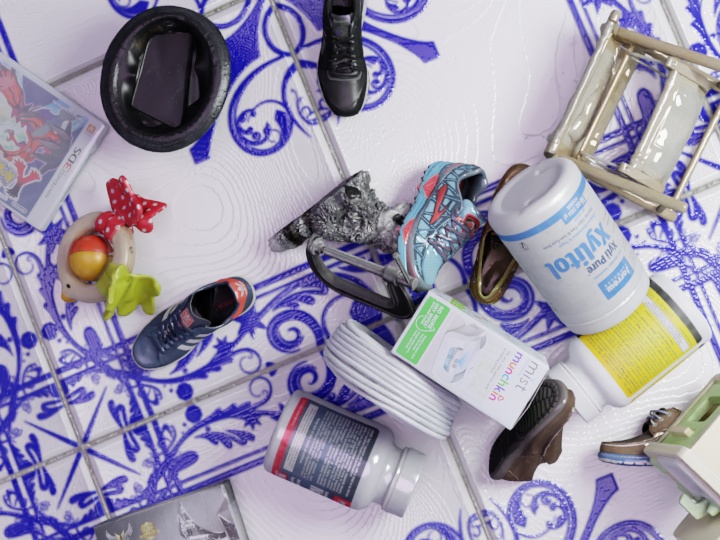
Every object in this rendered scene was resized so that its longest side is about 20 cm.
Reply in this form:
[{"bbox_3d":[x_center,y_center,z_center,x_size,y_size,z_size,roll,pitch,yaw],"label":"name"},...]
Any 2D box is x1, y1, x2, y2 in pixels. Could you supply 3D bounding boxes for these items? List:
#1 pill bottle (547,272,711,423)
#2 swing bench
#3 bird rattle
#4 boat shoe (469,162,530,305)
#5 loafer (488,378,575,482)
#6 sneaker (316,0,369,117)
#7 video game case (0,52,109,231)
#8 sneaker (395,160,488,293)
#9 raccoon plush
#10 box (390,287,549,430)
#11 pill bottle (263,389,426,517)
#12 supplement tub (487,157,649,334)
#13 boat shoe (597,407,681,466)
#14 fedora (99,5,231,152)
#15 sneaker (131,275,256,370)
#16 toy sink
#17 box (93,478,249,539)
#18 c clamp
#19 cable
[{"bbox_3d":[0.348,0.105,1.330,0.200,0.112,0.113,-39,86,4],"label":"pill bottle"},{"bbox_3d":[0.369,-0.198,1.329,0.199,0.130,0.200,27,92,11],"label":"swing bench"},{"bbox_3d":[-0.360,-0.028,1.417,0.162,0.113,0.202,-9,85,22],"label":"bird rattle"},{"bbox_3d":[0.200,-0.049,1.370,0.071,0.068,0.202,15,90,8],"label":"boat shoe"},{"bbox_3d":[0.235,0.212,1.329,0.070,0.200,0.073,17,48,-9],"label":"loafer"},{"bbox_3d":[-0.029,-0.314,1.388,0.075,0.088,0.202,-1,89,6],"label":"sneaker"},{"bbox_3d":[-0.492,-0.187,1.468,0.199,0.023,0.183,34,92,6],"label":"video game case"},{"bbox_3d":[0.112,-0.063,1.331,0.095,0.079,0.201,0,61,36],"label":"sneaker"},{"bbox_3d":[-0.013,-0.046,1.404,0.199,0.097,0.134,-32,100,33],"label":"raccoon plush"},{"bbox_3d":[0.143,0.106,1.309,0.176,0.200,0.097,33,93,5],"label":"box"},{"bbox_3d":[-0.019,0.251,1.363,0.199,0.120,0.120,22,91,6],"label":"pill bottle"},{"bbox_3d":[0.266,-0.032,1.299,0.132,0.132,0.200,-39,110,4],"label":"supplement tub"},{"bbox_3d":[0.411,0.219,1.349,0.198,0.072,0.073,-5,84,-4],"label":"boat shoe"},{"bbox_3d":[-0.262,-0.260,1.410,0.199,0.092,0.202,0,89,6],"label":"fedora"},{"bbox_3d":[-0.241,0.070,1.406,0.199,0.085,0.075,-36,86,5],"label":"sneaker"},{"bbox_3d":[0.435,0.229,1.248,0.112,0.130,0.200,43,83,3],"label":"toy sink"},{"bbox_3d":[-0.254,0.400,1.421,0.199,0.048,0.160,-19,88,5],"label":"box"},{"bbox_3d":[0.000,0.000,1.333,0.199,0.171,0.027,18,64,34],"label":"c clamp"},{"bbox_3d":[0.042,0.141,1.318,0.199,0.200,0.069,34,90,2],"label":"cable"}]
